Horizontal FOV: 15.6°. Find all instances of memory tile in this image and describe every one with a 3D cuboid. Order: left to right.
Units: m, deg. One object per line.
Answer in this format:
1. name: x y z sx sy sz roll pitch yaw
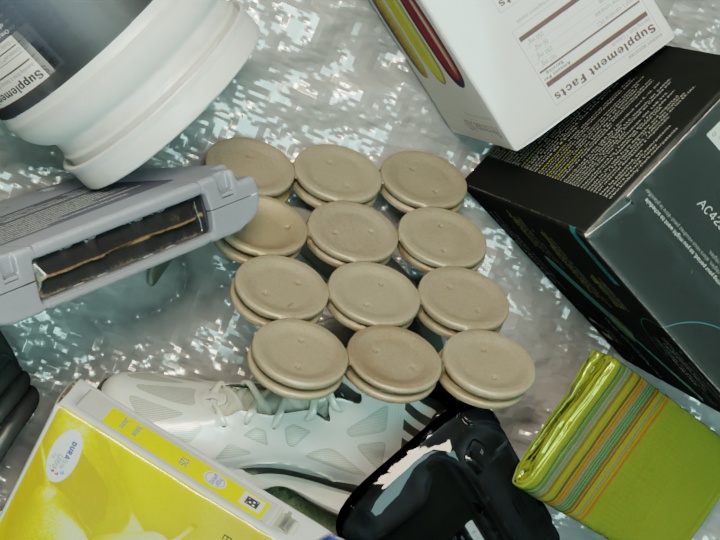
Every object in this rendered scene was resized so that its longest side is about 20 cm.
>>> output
1. memory tile: 0.000 0.000 1.384 0.153 0.200 0.017 3 131 -18

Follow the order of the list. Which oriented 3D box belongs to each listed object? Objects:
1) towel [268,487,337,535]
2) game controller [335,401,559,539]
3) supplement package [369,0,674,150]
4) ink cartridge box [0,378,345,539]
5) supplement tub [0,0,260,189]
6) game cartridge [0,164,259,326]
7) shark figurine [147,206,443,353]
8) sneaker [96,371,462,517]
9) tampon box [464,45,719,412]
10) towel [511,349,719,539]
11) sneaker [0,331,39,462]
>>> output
1. towel: -0.056 0.199 1.474 0.148 0.036 0.200 27 92 -16
2. game controller: 0.049 0.142 1.423 0.104 0.042 0.200 -33 147 -2
3. supplement package: 0.057 -0.178 1.401 0.110 0.114 0.200 -36 105 -8
4. ink cartridge box: -0.107 0.185 1.380 0.200 0.047 0.198 32 118 5
5. supplement tub: -0.161 -0.154 1.335 0.140 0.140 0.200 -44 106 -4
6. game cartridge: -0.163 -0.012 1.320 0.200 0.133 0.042 -24 103 -46
7. shark figurine: -0.008 0.009 1.431 0.214 0.089 0.128 39 87 -19
8. sneaker: -0.036 0.063 1.393 0.200 0.076 0.115 14 126 -18
9. tampon box: 0.172 -0.027 1.410 0.126 0.200 0.150 -45 108 -4
10. towel: 0.151 0.109 1.463 0.086 0.018 0.200 -54 145 1
11. sneaker: -0.253 0.101 1.387 0.200 0.071 0.099 -44 102 -9
